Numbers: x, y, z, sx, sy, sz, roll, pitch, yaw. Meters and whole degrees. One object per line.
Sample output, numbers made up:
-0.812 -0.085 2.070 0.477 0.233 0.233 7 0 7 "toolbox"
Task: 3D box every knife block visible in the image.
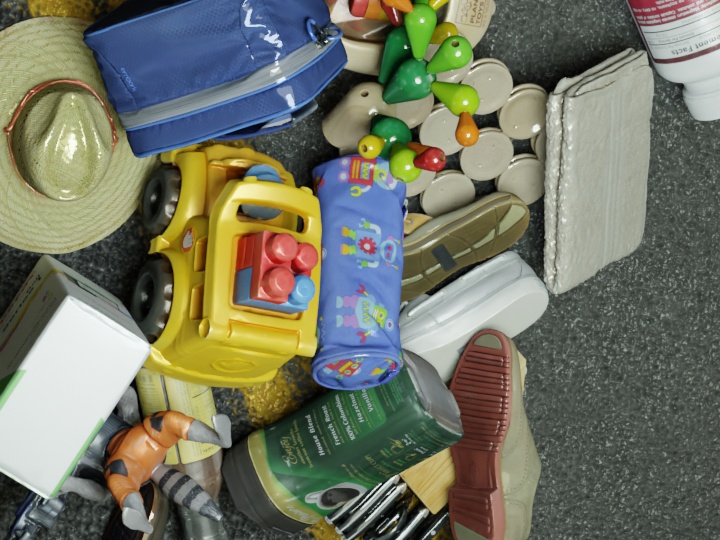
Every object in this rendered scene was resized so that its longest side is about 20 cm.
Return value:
0.052 0.158 1.831 0.175 0.064 0.201 1 101 -18 "knife block"

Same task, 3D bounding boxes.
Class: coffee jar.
-0.018 0.151 1.760 0.199 0.086 0.104 -31 153 14 "coffee jar"

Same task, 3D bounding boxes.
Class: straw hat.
-0.243 -0.104 1.676 0.200 0.085 0.202 -3 102 -16 "straw hat"

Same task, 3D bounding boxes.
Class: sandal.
0.051 -0.024 1.792 0.199 0.054 0.080 -25 143 4 "sandal"

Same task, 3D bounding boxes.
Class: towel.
0.206 -0.088 1.794 0.132 0.034 0.201 -27 127 -42 "towel"

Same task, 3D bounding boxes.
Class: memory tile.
0.091 -0.113 1.773 0.200 0.017 0.153 31 110 -33 "memory tile"

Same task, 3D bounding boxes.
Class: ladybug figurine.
0.018 -0.235 1.735 0.199 0.072 0.136 9 100 -18 "ladybug figurine"

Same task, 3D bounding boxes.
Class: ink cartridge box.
-0.253 0.081 1.653 0.084 0.200 0.145 33 91 -17 "ink cartridge box"

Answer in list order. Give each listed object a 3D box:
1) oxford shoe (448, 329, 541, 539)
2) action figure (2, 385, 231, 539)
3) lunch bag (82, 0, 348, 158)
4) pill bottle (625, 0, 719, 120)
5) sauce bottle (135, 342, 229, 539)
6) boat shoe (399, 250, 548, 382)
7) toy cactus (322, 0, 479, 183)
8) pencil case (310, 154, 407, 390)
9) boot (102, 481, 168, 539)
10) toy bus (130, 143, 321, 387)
0.121 0.149 1.794 0.075 0.070 0.201 -4 102 -43 "oxford shoe"
-0.206 0.178 1.693 0.105 0.193 0.200 40 73 -31 "action figure"
-0.105 -0.172 1.646 0.199 0.136 0.133 -13 109 28 "lunch bag"
0.294 -0.240 1.796 0.113 0.113 0.201 -30 109 -9 "pill bottle"
-0.153 0.149 1.768 0.064 0.065 0.201 -12 105 -14 "sauce bottle"
0.068 0.049 1.811 0.200 0.069 0.072 -34 144 4 "boat shoe"
0.023 -0.145 1.651 0.102 0.165 0.201 18 58 -35 "toy cactus"
0.000 0.000 1.705 0.086 0.078 0.201 9 65 -18 "pencil case"
-0.181 0.280 1.791 0.097 0.075 0.201 12 106 -30 "boot"
-0.091 -0.018 1.664 0.135 0.192 0.201 10 74 -26 "toy bus"
